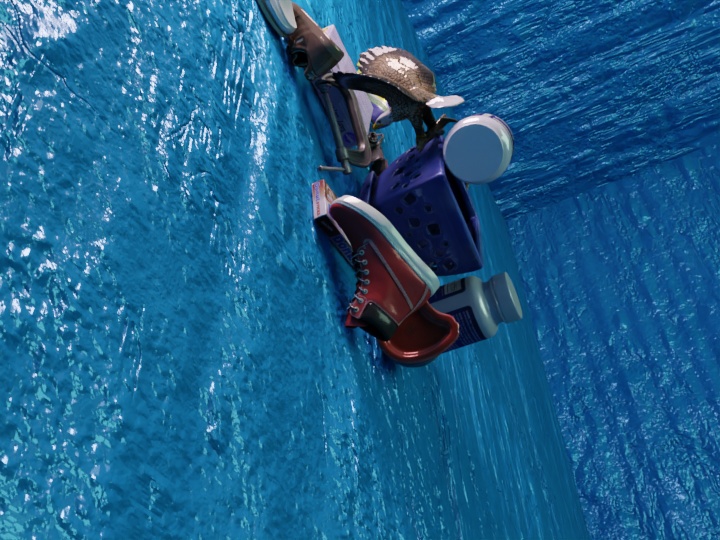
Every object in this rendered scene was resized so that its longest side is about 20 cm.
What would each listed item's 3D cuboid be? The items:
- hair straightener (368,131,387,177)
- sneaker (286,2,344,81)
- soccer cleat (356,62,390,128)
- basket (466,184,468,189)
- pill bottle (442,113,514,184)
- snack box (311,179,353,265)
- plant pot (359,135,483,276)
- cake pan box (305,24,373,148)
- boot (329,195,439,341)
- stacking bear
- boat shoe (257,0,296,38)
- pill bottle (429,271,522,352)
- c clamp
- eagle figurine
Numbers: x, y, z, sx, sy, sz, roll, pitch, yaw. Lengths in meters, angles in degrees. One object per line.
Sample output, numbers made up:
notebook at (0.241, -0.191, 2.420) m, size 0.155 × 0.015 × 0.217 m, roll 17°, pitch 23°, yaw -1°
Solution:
hair straightener at (0.031, -0.256, 1.629) m, size 0.200 × 0.041 × 0.077 m, roll -79°, pitch 146°, yaw -61°
sneaker at (-0.100, -0.388, 1.337) m, size 0.070 × 0.076 × 0.200 m, roll 40°, pitch 10°, yaw -42°
soccer cleat at (0.042, -0.402, 1.766) m, size 0.065 × 0.084 × 0.200 m, roll 44°, pitch 30°, yaw -56°
basket at (0.212, -0.158, 1.914) m, size 0.200 × 0.149 × 0.143 m, roll -23°, pitch 92°, yaw -75°
pill bottle at (0.201, -0.207, 1.347) m, size 0.200 × 0.116 × 0.116 m, roll -43°, pitch 112°, yaw -72°
snack box at (-0.021, -0.055, 1.247) m, size 0.200 × 0.024 × 0.072 m, roll 51°, pitch 27°, yaw -49°
plant pot at (0.103, -0.099, 1.427) m, size 0.200 × 0.180 × 0.200 m, roll 61°, pitch 18°, yaw -25°
cake pan box at (-0.038, -0.348, 1.503) m, size 0.200 × 0.052 × 0.184 m, roll 61°, pitch 20°, yaw -27°
boot at (0.000, 0.000, 1.136) m, size 0.200 × 0.144 × 0.072 m, roll 47°, pitch -20°, yaw -1°
stacking bear at (0.090, 0.101, 1.276) m, size 0.121 × 0.114 × 0.200 m, roll 45°, pitch 0°, yaw 13°
boat shoe at (-0.141, -0.485, 1.293) m, size 0.075 × 0.068 × 0.200 m, roll -30°, pitch 99°, yaw -74°
pill bottle at (0.186, 0.077, 1.449) m, size 0.120 × 0.200 × 0.120 m, roll -20°, pitch 90°, yaw -74°
c clamp at (-0.032, -0.252, 1.350) m, size 0.171 × 0.027 × 0.200 m, roll 6°, pitch 68°, yaw -56°
eagle figurine at (0.064, -0.301, 1.357) m, size 0.200 × 0.151 × 0.152 m, roll 52°, pitch -6°, yaw -8°
